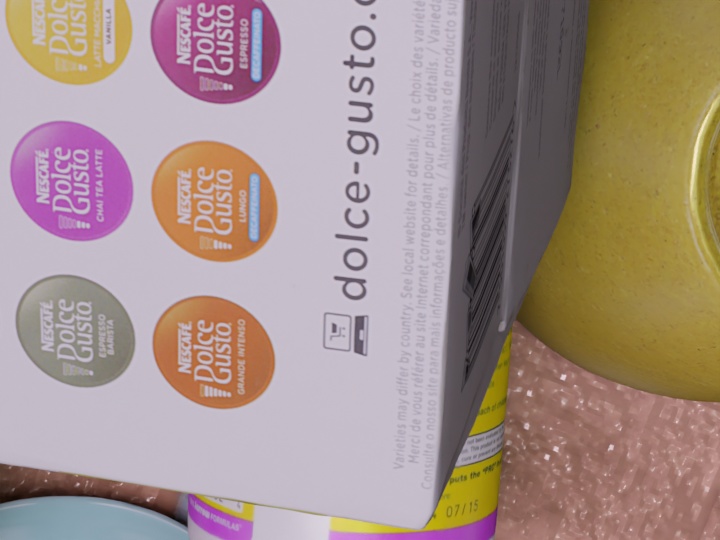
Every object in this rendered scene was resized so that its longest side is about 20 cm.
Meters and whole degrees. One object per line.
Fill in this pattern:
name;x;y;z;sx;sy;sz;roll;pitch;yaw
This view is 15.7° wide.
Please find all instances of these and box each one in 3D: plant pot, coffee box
plant pot;0.137;-0.042;0.870;0.198;0.142;0.202;-2;100;-9
coffee box;-0.050;-0.081;0.668;0.196;0.200;0.201;8;117;11

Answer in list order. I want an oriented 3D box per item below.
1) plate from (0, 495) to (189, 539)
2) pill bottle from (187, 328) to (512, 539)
plate;-0.109;0.178;0.905;0.199;0.026;0.202;-6;104;-22
pill bottle;0.000;0.000;0.850;0.103;0.104;0.202;3;101;-10
